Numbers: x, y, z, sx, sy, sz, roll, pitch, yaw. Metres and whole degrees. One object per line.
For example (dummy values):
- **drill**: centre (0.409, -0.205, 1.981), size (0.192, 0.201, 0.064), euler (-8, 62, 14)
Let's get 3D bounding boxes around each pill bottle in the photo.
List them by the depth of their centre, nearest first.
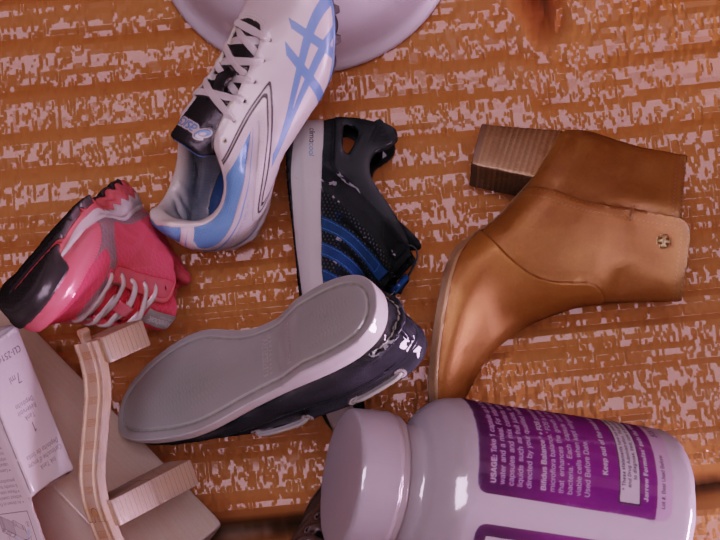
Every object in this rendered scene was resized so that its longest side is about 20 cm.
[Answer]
- **pill bottle**: centre (0.083, 0.134, 1.211), size (0.200, 0.112, 0.112), euler (10, 80, -15)

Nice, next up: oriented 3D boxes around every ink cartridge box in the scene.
- **ink cartridge box**: centre (-0.253, 0.133, 1.228), size (0.200, 0.045, 0.176), euler (-11, 103, 36)

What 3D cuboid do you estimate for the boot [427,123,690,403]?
- **boot**: centre (0.125, 0.008, 1.278), size (0.144, 0.071, 0.201), euler (12, 75, 7)

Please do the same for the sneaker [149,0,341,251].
- **sneaker**: centre (-0.070, -0.103, 1.257), size (0.072, 0.072, 0.200), euler (31, 108, 39)

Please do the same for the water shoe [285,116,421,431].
- **water shoe**: centre (0.000, 0.000, 1.284), size (0.079, 0.072, 0.200), euler (-6, 80, -2)

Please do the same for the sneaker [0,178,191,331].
- **sneaker**: centre (-0.144, 0.003, 1.230), size (0.087, 0.200, 0.074), euler (43, 107, -2)

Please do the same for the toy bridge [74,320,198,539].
- **toy bridge**: centre (-0.124, 0.127, 1.184), size (0.067, 0.027, 0.200), euler (-25, 99, -41)

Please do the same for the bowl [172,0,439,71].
- **bowl**: centre (-0.036, -0.231, 1.318), size (0.201, 0.090, 0.201), euler (0, 79, 2)

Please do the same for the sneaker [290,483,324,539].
- **sneaker**: centre (-0.018, 0.182, 1.248), size (0.070, 0.076, 0.200), euler (30, 82, 7)

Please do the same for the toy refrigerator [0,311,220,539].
- **toy refrigerator**: centre (-0.187, 0.117, 1.257), size (0.200, 0.070, 0.076), euler (44, 40, 8)

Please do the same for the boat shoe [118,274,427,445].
- **boat shoe**: centre (-0.053, 0.066, 1.220), size (0.200, 0.060, 0.076), euler (-19, 50, 33)
